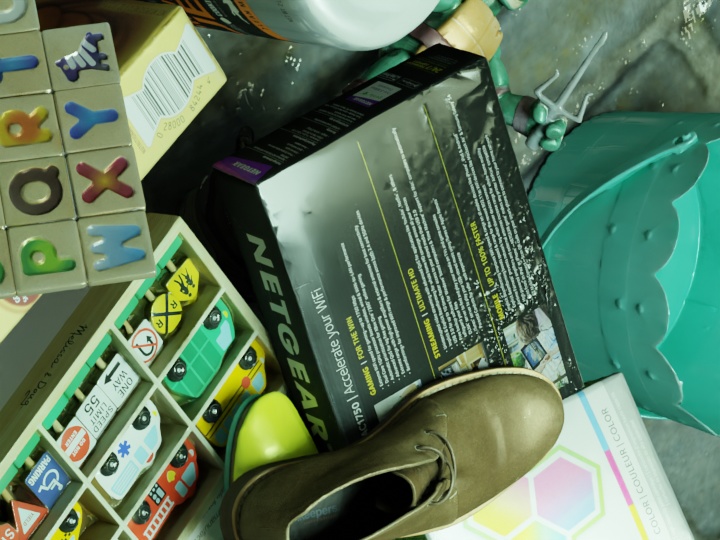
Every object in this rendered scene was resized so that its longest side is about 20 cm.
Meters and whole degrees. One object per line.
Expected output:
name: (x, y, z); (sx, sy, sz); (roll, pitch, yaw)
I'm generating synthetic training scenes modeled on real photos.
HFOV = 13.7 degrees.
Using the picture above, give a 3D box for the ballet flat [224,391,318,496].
ballet flat: (-0.030, 0.155, 1.559); (0.067, 0.067, 0.201); (-36, 137, -46)

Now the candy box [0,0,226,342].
candy box: (-0.172, -0.051, 1.476); (0.200, 0.116, 0.057); (-53, 130, -23)

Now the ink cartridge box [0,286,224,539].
ink cartridge box: (-0.135, 0.116, 1.569); (0.145, 0.084, 0.200); (-49, 128, -25)

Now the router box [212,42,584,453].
router box: (0.023, 0.005, 1.553); (0.149, 0.051, 0.201); (-29, 116, -24)

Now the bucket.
bucket: (0.200, -0.002, 1.830); (0.206, 0.134, 0.209); (-10, 105, -42)

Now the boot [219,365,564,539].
boot: (0.032, 0.104, 1.506); (0.199, 0.075, 0.074); (-22, 99, -28)

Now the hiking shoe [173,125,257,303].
hiking shoe: (0.000, 0.000, 1.607); (0.199, 0.101, 0.076); (28, 52, -12)

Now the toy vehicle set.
toy vehicle set: (-0.121, 0.087, 1.496); (0.200, 0.026, 0.124); (-56, 130, -24)

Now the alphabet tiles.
alphabet tiles: (-0.195, -0.078, 1.418); (0.166, 0.008, 0.201); (-8, 69, -12)

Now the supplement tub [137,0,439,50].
supplement tub: (-0.055, -0.180, 1.502); (0.122, 0.199, 0.123); (-11, 106, -41)

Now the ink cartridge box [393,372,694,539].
ink cartridge box: (0.071, 0.143, 1.618); (0.199, 0.059, 0.104); (-24, 91, -23)

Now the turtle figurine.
turtle figurine: (0.053, -0.118, 1.691); (0.150, 0.101, 0.200); (43, 84, -25)
